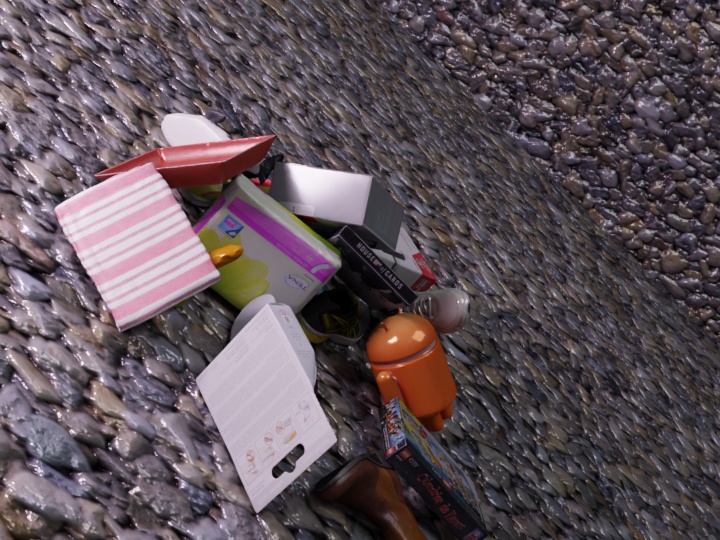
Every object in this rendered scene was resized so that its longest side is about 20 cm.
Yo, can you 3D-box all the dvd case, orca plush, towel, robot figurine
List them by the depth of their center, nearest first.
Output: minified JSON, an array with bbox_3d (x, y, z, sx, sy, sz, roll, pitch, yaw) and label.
[{"bbox_3d":[-0.285,-0.033,1.430,0.200,0.146,0.030,57,-16,18],"label":"towel"},{"bbox_3d":[0.000,0.000,1.700,0.150,0.025,0.200,44,-13,-9],"label":"dvd case"},{"bbox_3d":[-0.206,-0.184,1.704,0.200,0.106,0.071,11,-3,18],"label":"orca plush"},{"bbox_3d":[0.078,0.152,1.729,0.117,0.144,0.200,21,-46,66],"label":"robot figurine"}]

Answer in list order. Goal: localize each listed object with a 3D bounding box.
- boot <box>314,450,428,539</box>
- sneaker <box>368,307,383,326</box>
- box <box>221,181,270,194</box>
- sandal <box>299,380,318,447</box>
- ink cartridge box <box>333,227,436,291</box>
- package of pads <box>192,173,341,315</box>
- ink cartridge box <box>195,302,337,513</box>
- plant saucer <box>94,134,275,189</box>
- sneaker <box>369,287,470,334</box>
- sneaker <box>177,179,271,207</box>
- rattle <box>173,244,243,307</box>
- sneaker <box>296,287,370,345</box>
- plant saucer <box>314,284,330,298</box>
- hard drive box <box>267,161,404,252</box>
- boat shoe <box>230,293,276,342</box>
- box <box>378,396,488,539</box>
[{"bbox_3d":[0.032,0.343,1.475,0.200,0.068,0.188,60,12,15],"label":"boot"},{"bbox_3d":[0.084,0.066,1.965,0.072,0.083,0.200,56,24,20],"label":"sneaker"},{"bbox_3d":[-0.145,-0.072,1.752,0.048,0.118,0.200,8,4,28],"label":"box"},{"bbox_3d":[-0.085,0.157,1.566,0.075,0.048,0.201,21,35,-47],"label":"sandal"},{"bbox_3d":[0.021,-0.029,1.999,0.200,0.084,0.144,20,30,-46],"label":"ink cartridge box"},{"bbox_3d":[-0.147,-0.018,1.604,0.200,0.155,0.068,38,17,-21],"label":"package of pads"},{"bbox_3d":[-0.107,0.166,1.367,0.057,0.163,0.200,3,49,-53],"label":"ink cartridge box"},{"bbox_3d":[-0.240,-0.148,1.580,0.200,0.199,0.037,-45,128,-67],"label":"plant saucer"},{"bbox_3d":[0.095,0.063,1.803,0.081,0.200,0.075,5,84,-39],"label":"sneaker"},{"bbox_3d":[-0.216,-0.144,1.768,0.200,0.090,0.078,21,36,-44],"label":"sneaker"},{"bbox_3d":[-0.267,-0.062,1.493,0.130,0.143,0.200,-4,59,-44],"label":"rattle"},{"bbox_3d":[-0.026,0.069,1.765,0.075,0.085,0.200,54,24,14],"label":"sneaker"},{"bbox_3d":[-0.115,0.019,1.776,0.070,0.019,0.200,55,23,17],"label":"plant saucer"},{"bbox_3d":[-0.035,-0.095,1.705,0.155,0.077,0.200,10,-8,18],"label":"hard drive box"},{"bbox_3d":[-0.131,0.114,1.527,0.068,0.072,0.200,55,16,-33],"label":"boat shoe"},{"bbox_3d":[0.104,0.292,1.629,0.200,0.038,0.137,49,12,-20],"label":"box"}]
